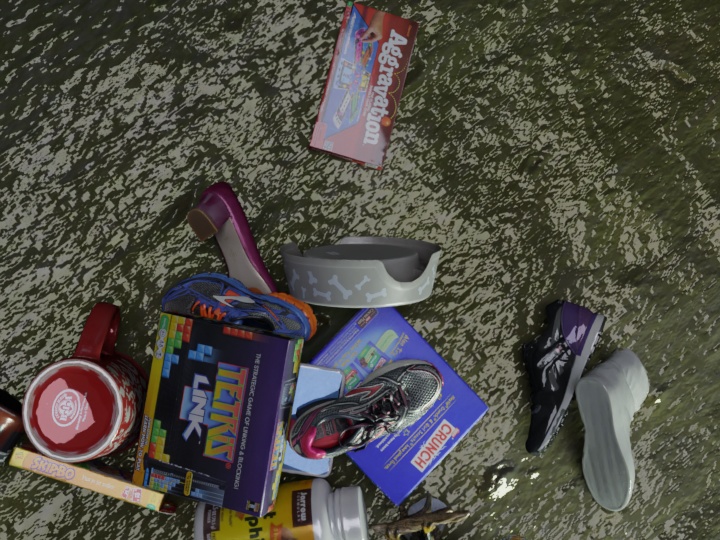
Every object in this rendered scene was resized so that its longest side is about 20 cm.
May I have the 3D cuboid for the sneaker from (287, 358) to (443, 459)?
[{"bbox_3d":[0.012,0.171,1.144,0.198,0.075,0.082,-26,97,-13],"label":"sneaker"}]

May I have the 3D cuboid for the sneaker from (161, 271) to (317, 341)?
[{"bbox_3d":[-0.155,0.057,1.185,0.197,0.079,0.076,8,120,16],"label":"sneaker"}]

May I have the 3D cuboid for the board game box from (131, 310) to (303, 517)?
[{"bbox_3d":[-0.164,0.161,1.120,0.163,0.057,0.204,10,91,16],"label":"board game box"}]

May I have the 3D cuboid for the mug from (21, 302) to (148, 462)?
[{"bbox_3d":[-0.322,0.136,1.127,0.131,0.200,0.180,-20,88,-7],"label":"mug"}]

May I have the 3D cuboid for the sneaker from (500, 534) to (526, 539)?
[{"bbox_3d":[0.191,0.437,1.235,0.086,0.075,0.203,16,87,-20],"label":"sneaker"}]

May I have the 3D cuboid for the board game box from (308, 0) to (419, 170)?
[{"bbox_3d":[0.005,-0.244,1.290,0.101,0.019,0.203,15,83,-6],"label":"board game box"}]

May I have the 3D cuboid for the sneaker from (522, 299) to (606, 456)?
[{"bbox_3d":[0.242,0.137,1.269,0.086,0.076,0.202,23,82,15],"label":"sneaker"}]

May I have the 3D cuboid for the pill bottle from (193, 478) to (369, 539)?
[{"bbox_3d":[-0.092,0.311,1.167,0.196,0.109,0.111,-10,86,5],"label":"pill bottle"}]

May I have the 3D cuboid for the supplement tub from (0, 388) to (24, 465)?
[{"bbox_3d":[-0.486,0.228,1.147,0.106,0.107,0.201,35,82,-3],"label":"supplement tub"}]

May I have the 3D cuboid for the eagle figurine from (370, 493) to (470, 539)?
[{"bbox_3d":[0.084,0.388,1.184,0.149,0.151,0.203,-24,101,-25],"label":"eagle figurine"}]

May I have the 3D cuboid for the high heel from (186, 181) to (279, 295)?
[{"bbox_3d":[-0.143,-0.017,1.245,0.067,0.096,0.201,-29,105,32],"label":"high heel"}]

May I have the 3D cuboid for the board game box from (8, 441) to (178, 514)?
[{"bbox_3d":[-0.312,0.248,1.170,0.197,0.096,0.030,22,82,-4],"label":"board game box"}]

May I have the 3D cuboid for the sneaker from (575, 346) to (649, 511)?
[{"bbox_3d":[0.338,0.201,1.261,0.115,0.073,0.203,-32,121,-41],"label":"sneaker"}]

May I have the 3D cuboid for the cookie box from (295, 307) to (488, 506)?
[{"bbox_3d":[0.030,0.161,1.227,0.171,0.075,0.200,-44,90,-6],"label":"cookie box"}]

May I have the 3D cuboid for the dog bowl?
[{"bbox_3d":[0.000,0.000,1.185,0.196,0.200,0.060,-1,99,-7],"label":"dog bowl"}]

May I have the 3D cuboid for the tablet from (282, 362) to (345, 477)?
[{"bbox_3d":[-0.123,0.170,1.174,0.196,0.014,0.133,9,88,-2],"label":"tablet"}]
